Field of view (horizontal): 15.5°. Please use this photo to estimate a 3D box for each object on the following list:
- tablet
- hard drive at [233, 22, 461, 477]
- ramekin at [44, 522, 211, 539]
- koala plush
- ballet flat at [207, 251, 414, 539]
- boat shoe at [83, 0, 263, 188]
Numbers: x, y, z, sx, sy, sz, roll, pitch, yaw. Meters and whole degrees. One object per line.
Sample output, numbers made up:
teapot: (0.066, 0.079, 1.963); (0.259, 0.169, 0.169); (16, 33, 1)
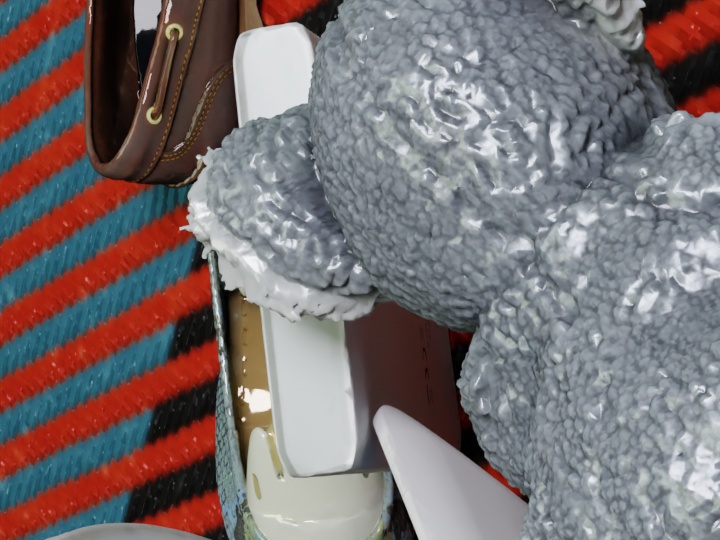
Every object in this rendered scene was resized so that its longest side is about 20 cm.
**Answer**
tablet: (0.066, 0.109, 0.715); (0.014, 0.130, 0.200); (-48, 19, 8)
hard drive: (0.000, 0.000, 0.867); (0.026, 0.200, 0.133); (-8, 85, 11)
ramekin: (-0.065, 0.176, 0.951); (0.202, 0.202, 0.095); (48, 118, 40)
koala plush: (0.061, -0.010, 0.701); (0.200, 0.184, 0.177); (46, 117, 7)
ballet flat: (-0.024, 0.043, 0.962); (0.074, 0.074, 0.201); (-34, 62, 49)
boat shoe: (-0.078, -0.133, 1.041); (0.070, 0.070, 0.201); (-5, 87, 54)
